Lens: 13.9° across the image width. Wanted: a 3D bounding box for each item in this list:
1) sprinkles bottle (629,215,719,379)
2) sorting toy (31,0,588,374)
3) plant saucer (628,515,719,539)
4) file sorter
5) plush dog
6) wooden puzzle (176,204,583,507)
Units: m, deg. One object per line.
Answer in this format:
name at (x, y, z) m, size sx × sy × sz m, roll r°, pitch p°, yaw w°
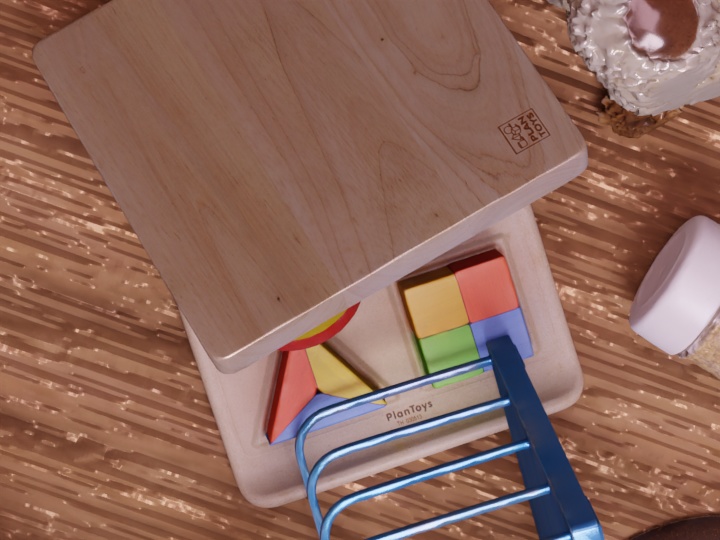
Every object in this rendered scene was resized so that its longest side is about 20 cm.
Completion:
sprinkles bottle at (0.234, 0.051, 1.485) m, size 0.200 × 0.068 × 0.068 m, roll 31°, pitch 92°, yaw -7°
sorting toy at (-0.022, -0.066, 1.412) m, size 0.198 × 0.070 × 0.200 m, roll -30°, pitch 63°, yaw -5°
plant saucer at (0.186, 0.227, 1.517) m, size 0.199 × 0.032 × 0.201 m, roll 0°, pitch 96°, yaw -3°
file sorter at (0.050, 0.147, 1.398) m, size 0.122 × 0.200 × 0.139 m, roll -16°, pitch 115°, yaw -2°
plush dog at (0.139, -0.167, 1.440) m, size 0.199 × 0.160 × 0.172 m, roll -19°, pitch 82°, yaw -30°
wooden puzzle at (0.000, 0.000, 1.473) m, size 0.185 × 0.046 × 0.201 m, roll -18°, pitch 96°, yaw -2°
